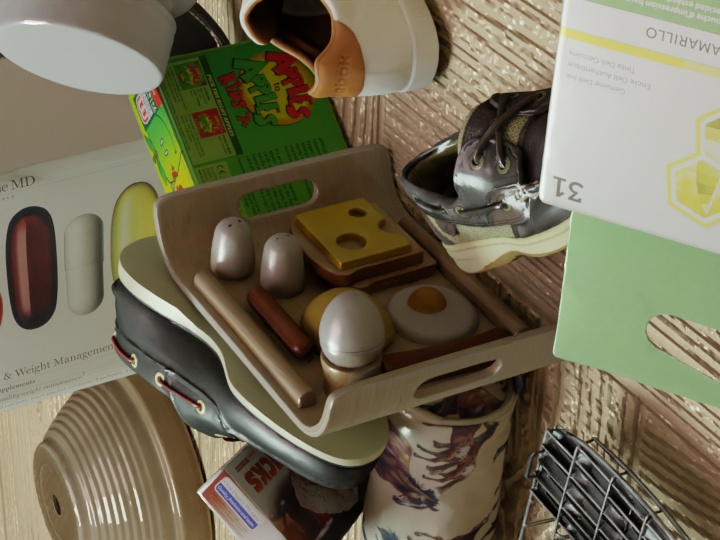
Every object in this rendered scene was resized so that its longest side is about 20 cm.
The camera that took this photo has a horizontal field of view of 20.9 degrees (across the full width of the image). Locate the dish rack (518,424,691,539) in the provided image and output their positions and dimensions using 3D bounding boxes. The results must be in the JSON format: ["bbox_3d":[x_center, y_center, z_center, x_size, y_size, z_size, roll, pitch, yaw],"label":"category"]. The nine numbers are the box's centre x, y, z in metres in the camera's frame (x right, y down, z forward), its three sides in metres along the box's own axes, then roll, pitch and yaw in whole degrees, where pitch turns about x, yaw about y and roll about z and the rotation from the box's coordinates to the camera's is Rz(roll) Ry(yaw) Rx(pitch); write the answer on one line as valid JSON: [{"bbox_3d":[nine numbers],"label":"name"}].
[{"bbox_3d":[0.125,0.176,0.946,0.153,0.054,0.201,48,142,41],"label":"dish rack"}]

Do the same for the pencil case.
[{"bbox_3d":[0.041,0.126,1.058,0.078,0.089,0.201,22,130,24],"label":"pencil case"}]

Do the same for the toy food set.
[{"bbox_3d":[0.000,0.000,0.992,0.200,0.143,0.061,46,143,45],"label":"toy food set"}]

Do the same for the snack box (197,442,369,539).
[{"bbox_3d":[-0.029,0.112,1.077,0.024,0.200,0.072,-42,90,19],"label":"snack box"}]

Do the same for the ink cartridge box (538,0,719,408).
[{"bbox_3d":[0.140,-0.018,0.733,0.145,0.048,0.201,18,125,20],"label":"ink cartridge box"}]

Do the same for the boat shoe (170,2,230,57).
[{"bbox_3d":[-0.087,-0.081,1.208,0.057,0.067,0.201,-173,63,-74],"label":"boat shoe"}]

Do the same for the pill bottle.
[{"bbox_3d":[-0.132,-0.208,1.083,0.114,0.114,0.201,-22,53,64],"label":"pill bottle"}]

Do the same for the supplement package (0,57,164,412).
[{"bbox_3d":[-0.230,-0.031,1.384,0.147,0.191,0.201,45,143,44],"label":"supplement package"}]

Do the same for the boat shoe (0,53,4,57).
[{"bbox_3d":[-0.288,-0.205,1.538,0.074,0.063,0.202,51,147,35],"label":"boat shoe"}]

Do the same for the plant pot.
[{"bbox_3d":[-0.200,0.173,1.555,0.201,0.092,0.202,39,136,50],"label":"plant pot"}]

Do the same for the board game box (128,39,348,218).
[{"bbox_3d":[-0.050,-0.032,1.121,0.201,0.101,0.048,68,153,13],"label":"board game box"}]

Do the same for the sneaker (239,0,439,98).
[{"bbox_3d":[-0.035,-0.173,1.036,0.200,0.084,0.073,61,153,31],"label":"sneaker"}]

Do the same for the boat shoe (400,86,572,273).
[{"bbox_3d":[0.071,-0.047,0.884,0.065,0.073,0.200,35,155,-11],"label":"boat shoe"}]

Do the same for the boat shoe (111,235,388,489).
[{"bbox_3d":[-0.059,0.056,1.018,0.201,0.074,0.063,36,128,37],"label":"boat shoe"}]
